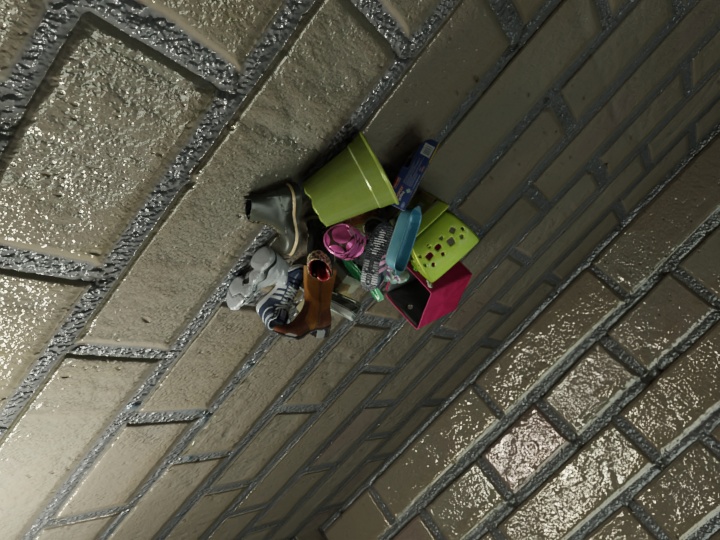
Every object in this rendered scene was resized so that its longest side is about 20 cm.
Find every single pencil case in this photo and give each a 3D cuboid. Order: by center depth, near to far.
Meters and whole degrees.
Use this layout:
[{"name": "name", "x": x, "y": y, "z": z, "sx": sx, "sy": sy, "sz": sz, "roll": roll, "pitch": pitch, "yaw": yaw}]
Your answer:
[{"name": "pencil case", "x": -0.035, "y": -0.078, "z": 1.468, "sx": 0.093, "sy": 0.092, "sz": 0.200, "roll": -22, "pitch": 178, "yaw": 7}]

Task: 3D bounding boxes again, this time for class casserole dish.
[{"name": "casserole dish", "x": 0.117, "y": -0.086, "z": 1.548, "sx": 0.121, "sy": 0.038, "sz": 0.202, "roll": 15, "pitch": 92, "yaw": -69}]

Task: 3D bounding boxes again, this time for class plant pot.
[{"name": "plant pot", "x": -0.033, "y": -0.205, "z": 1.370, "sx": 0.189, "sy": 0.201, "sz": 0.200, "roll": -29, "pitch": 150, "yaw": 3}, {"name": "plant pot", "x": 0.207, "y": -0.118, "z": 1.701, "sx": 0.200, "sy": 0.199, "sz": 0.182, "roll": -41, "pitch": 115, "yaw": 2}]

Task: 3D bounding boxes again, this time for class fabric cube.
[{"name": "fabric cube", "x": 0.235, "y": 0.047, "z": 1.974, "sx": 0.198, "sy": 0.196, "sz": 0.201, "roll": -22, "pitch": 145, "yaw": -32}]

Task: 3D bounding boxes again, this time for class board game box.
[{"name": "board game box", "x": 0.138, "y": -0.257, "z": 1.548, "sx": 0.201, "sy": 0.061, "sz": 0.200, "roll": -62, "pitch": 179, "yaw": 2}]

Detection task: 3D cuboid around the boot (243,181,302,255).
[{"name": "boot", "x": -0.221, "y": -0.116, "z": 1.373, "sx": 0.137, "sy": 0.077, "sz": 0.202, "roll": -17, "pitch": 130, "yaw": -28}]

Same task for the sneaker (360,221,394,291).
[{"name": "sneaker", "x": 0.054, "y": -0.044, "z": 1.582, "sx": 0.082, "sy": 0.070, "sz": 0.202, "roll": -17, "pitch": 128, "yaw": -66}]

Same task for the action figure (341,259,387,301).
[{"name": "action figure", "x": 0.000, "y": 0.000, "z": 1.673, "sx": 0.055, "sy": 0.200, "sz": 0.118, "roll": -42, "pitch": -170, "yaw": -14}]

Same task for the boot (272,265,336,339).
[{"name": "boot", "x": -0.152, "y": 0.087, "z": 1.553, "sx": 0.187, "sy": 0.068, "sz": 0.202, "roll": 2, "pitch": 97, "yaw": -30}]

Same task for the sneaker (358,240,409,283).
[{"name": "sneaker", "x": 0.082, "y": -0.043, "z": 1.725, "sx": 0.198, "sy": 0.078, "sz": 0.141, "roll": 17, "pitch": 124, "yaw": -18}]

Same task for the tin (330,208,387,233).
[{"name": "tin", "x": -0.006, "y": -0.143, "z": 1.606, "sx": 0.199, "sy": 0.042, "sz": 0.113, "roll": 0, "pitch": 127, "yaw": -48}]

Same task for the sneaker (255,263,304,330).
[{"name": "sneaker", "x": -0.211, "y": 0.082, "z": 1.585, "sx": 0.200, "sy": 0.109, "sz": 0.070, "roll": -47, "pitch": 133, "yaw": 13}]

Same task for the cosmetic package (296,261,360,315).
[{"name": "cosmetic package", "x": -0.096, "y": 0.074, "z": 1.753, "sx": 0.200, "sy": 0.071, "sz": 0.105, "roll": -50, "pitch": 150, "yaw": 15}]

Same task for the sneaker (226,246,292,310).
[{"name": "sneaker", "x": -0.266, "y": 0.032, "z": 1.498, "sx": 0.200, "sy": 0.075, "sz": 0.115, "roll": -52, "pitch": 146, "yaw": 12}]

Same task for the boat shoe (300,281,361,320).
[{"name": "boat shoe", "x": -0.091, "y": 0.076, "z": 1.662, "sx": 0.064, "sy": 0.199, "sz": 0.071, "roll": -59, "pitch": 169, "yaw": -12}]

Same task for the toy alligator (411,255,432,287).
[{"name": "toy alligator", "x": 0.192, "y": -0.025, "z": 1.858, "sx": 0.054, "sy": 0.202, "sz": 0.059, "roll": -25, "pitch": 151, "yaw": 28}]

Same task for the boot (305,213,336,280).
[{"name": "boot", "x": -0.103, "y": -0.039, "z": 1.507, "sx": 0.072, "sy": 0.152, "sz": 0.201, "roll": -8, "pitch": 144, "yaw": 3}]

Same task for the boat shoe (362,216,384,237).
[{"name": "boat shoe", "x": 0.080, "y": -0.075, "z": 1.629, "sx": 0.072, "sy": 0.066, "sz": 0.201, "roll": -36, "pitch": 126, "yaw": 7}]
